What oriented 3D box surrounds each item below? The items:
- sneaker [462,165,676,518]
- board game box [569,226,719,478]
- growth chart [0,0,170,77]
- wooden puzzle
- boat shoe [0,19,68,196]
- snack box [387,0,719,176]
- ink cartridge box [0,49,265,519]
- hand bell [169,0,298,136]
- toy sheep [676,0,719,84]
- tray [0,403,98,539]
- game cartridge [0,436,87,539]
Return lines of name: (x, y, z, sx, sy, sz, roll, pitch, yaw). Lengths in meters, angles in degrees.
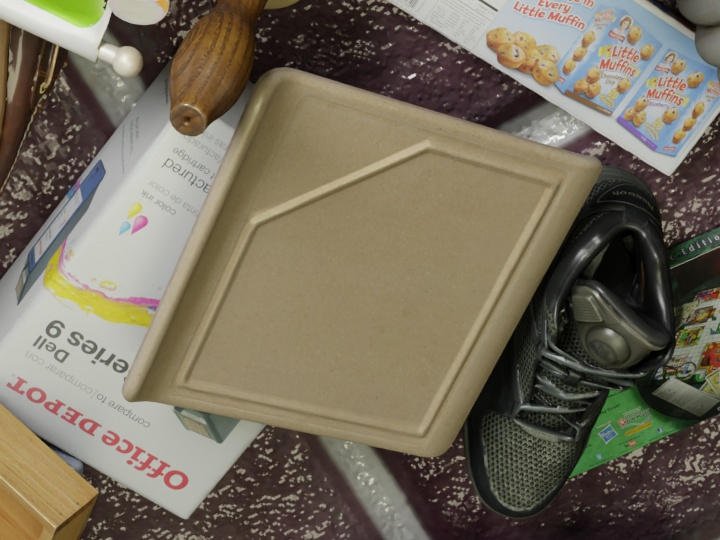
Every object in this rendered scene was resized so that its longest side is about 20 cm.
sneaker: (0.107, 0.052, 0.944, 0.076, 0.114, 0.201, 21, 107, -5)
board game box: (0.165, 0.046, 1.021, 0.199, 0.024, 0.105, -23, 118, 6)
growth chart: (-0.141, -0.173, 0.722, 0.144, 0.018, 0.201, 19, 137, 11)
wooden puzzle: (0.000, 0.000, 0.876, 0.198, 0.037, 0.186, 11, 119, -30)
boat shoe: (-0.169, -0.116, 0.876, 0.070, 0.070, 0.201, -15, 135, -45)
snack box: (0.102, -0.127, 0.925, 0.199, 0.024, 0.072, 29, 109, -19)
ink cartridge box: (-0.092, 0.009, 0.937, 0.145, 0.088, 0.200, 34, 110, -21)
hand bell: (-0.053, -0.123, 0.798, 0.103, 0.201, 0.105, 7, 129, 9)
toy sheep: (0.224, -0.135, 0.878, 0.138, 0.138, 0.200, -41, 100, 14)
tray: (-0.225, 0.083, 0.915, 0.200, 0.037, 0.099, 41, 135, 13)
game cartridge: (-0.221, 0.166, 0.994, 0.133, 0.040, 0.202, 24, 118, 24)
